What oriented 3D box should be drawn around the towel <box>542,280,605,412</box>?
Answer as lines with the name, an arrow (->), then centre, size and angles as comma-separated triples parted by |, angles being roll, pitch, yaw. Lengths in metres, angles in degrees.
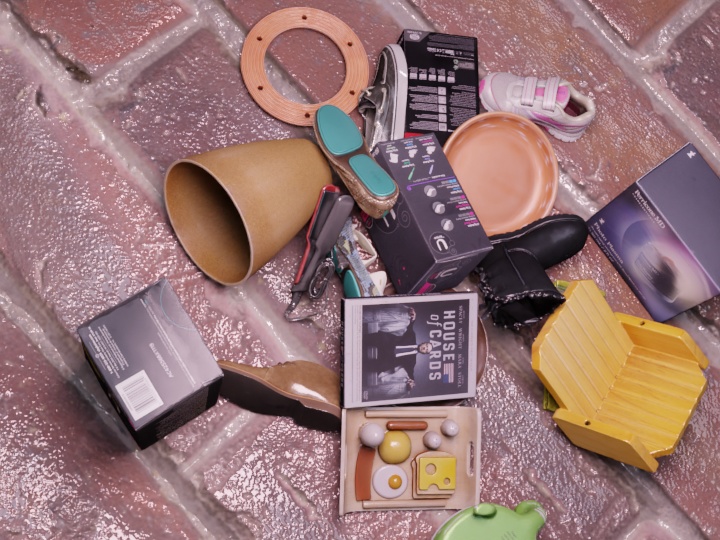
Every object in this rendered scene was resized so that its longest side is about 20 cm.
towel -> 0.322, 0.117, 1.549 | 0.085, 0.018, 0.201 | 11, 72, -8

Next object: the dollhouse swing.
dollhouse swing -> 0.368, 0.133, 1.453 | 0.181, 0.176, 0.200 | 15, 57, 38

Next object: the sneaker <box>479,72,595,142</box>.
sneaker -> 0.282, -0.268, 1.604 | 0.199, 0.088, 0.082 | 12, 72, -17

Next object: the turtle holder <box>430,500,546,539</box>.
turtle holder -> 0.164, 0.372, 1.380 | 0.140, 0.132, 0.186 | 27, 70, -2

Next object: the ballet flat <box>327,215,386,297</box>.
ballet flat -> 0.000, 0.000, 1.470 | 0.074, 0.074, 0.201 | -17, 65, -16

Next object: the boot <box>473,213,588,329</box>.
boot -> 0.254, 0.001, 1.486 | 0.197, 0.074, 0.163 | -14, 35, 0

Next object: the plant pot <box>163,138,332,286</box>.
plant pot -> -0.142, -0.106, 1.446 | 0.200, 0.186, 0.187 | -33, 82, -36

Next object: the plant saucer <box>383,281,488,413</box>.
plant saucer -> 0.086, 0.110, 1.493 | 0.199, 0.032, 0.202 | 3, 74, -11

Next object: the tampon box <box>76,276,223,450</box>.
tampon box -> -0.269, 0.125, 1.323 | 0.126, 0.200, 0.150 | -31, 81, -18

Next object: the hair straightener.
hair straightener -> -0.056, -0.015, 1.444 | 0.041, 0.077, 0.201 | 13, 105, -47

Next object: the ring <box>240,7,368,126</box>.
ring -> -0.086, -0.313, 1.588 | 0.199, 0.019, 0.202 | 3, 74, -12

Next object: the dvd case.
dvd case -> 0.068, 0.108, 1.421 | 0.199, 0.025, 0.151 | -2, 98, -19

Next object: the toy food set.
toy food set -> 0.068, 0.261, 1.413 | 0.199, 0.060, 0.145 | 2, 87, -11

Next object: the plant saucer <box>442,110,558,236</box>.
plant saucer -> 0.203, -0.139, 1.558 | 0.199, 0.037, 0.202 | -2, 97, -17

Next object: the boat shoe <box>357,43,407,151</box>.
boat shoe -> 0.031, -0.254, 1.565 | 0.063, 0.071, 0.201 | 7, 74, -18

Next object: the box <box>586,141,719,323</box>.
box -> 0.465, -0.050, 1.532 | 0.123, 0.198, 0.200 | -34, 83, -19

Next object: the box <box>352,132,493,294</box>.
box -> 0.082, -0.078, 1.477 | 0.106, 0.122, 0.201 | -14, 68, -30

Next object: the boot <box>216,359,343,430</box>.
boot -> -0.115, 0.156, 1.427 | 0.199, 0.074, 0.076 | 20, 52, -10

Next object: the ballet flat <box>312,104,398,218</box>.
ballet flat -> -0.014, -0.148, 1.444 | 0.070, 0.065, 0.201 | -16, 55, -21

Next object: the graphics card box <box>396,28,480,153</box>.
graphics card box -> 0.121, -0.271, 1.602 | 0.125, 0.051, 0.201 | 3, 74, -12
